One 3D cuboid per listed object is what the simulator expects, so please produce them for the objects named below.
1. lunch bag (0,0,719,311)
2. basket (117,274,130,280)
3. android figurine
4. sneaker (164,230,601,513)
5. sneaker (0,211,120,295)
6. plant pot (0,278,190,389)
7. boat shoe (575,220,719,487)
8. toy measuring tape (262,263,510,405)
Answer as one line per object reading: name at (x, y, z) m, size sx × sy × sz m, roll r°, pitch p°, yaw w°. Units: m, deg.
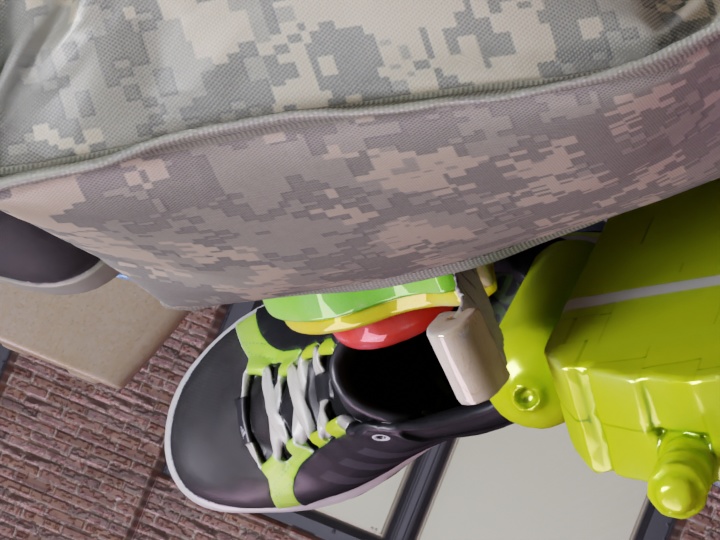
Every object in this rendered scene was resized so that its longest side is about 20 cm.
lunch bag at (0.022, -0.065, 0.655) m, size 0.200 × 0.118 × 0.164 m, roll -8°, pitch 169°, yaw 12°
basket at (-0.062, -0.064, 0.976) m, size 0.176 × 0.139 × 0.200 m, roll 14°, pitch -179°, yaw 23°
android figurine at (0.120, 0.005, 0.756) m, size 0.182 × 0.041 × 0.200 m, roll -10°, pitch -157°, yaw 19°
sneaker at (0.004, 0.027, 0.907) m, size 0.200 × 0.072 × 0.083 m, roll -22°, pitch 167°, yaw 32°
sneaker at (-0.157, -0.053, 0.762) m, size 0.200 × 0.075 × 0.106 m, roll 11°, pitch 167°, yaw 26°
plant pot at (-0.139, -0.061, 1.178) m, size 0.199 × 0.177 × 0.200 m, roll 24°, pitch 175°, yaw -22°
boat shoe at (0.092, -0.003, 0.955) m, size 0.071 × 0.091 × 0.200 m, roll -8°, pitch -150°, yaw -26°
toy measuring tape at (0.000, 0.000, 0.803) m, size 0.073 × 0.074 × 0.200 m, roll 23°, pitch -162°, yaw -10°
